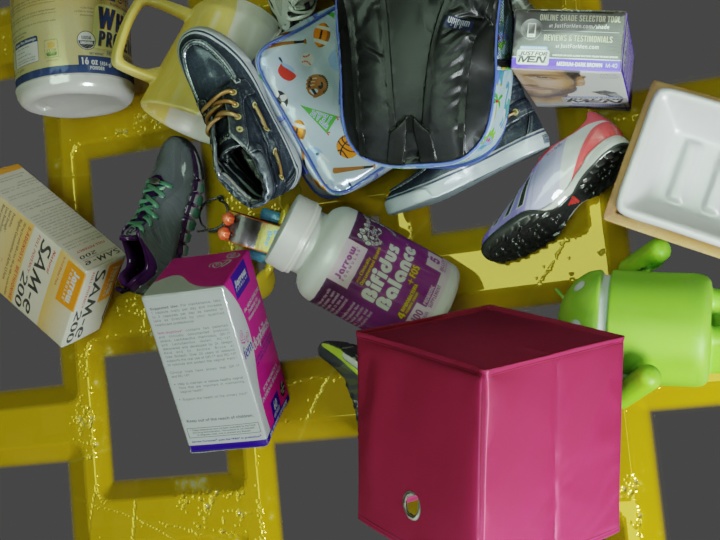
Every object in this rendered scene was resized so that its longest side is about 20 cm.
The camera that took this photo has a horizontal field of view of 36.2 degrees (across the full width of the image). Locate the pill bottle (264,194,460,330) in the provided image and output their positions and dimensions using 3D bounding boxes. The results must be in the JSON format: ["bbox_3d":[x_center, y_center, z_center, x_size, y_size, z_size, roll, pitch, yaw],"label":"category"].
[{"bbox_3d":[0.000,0.000,1.207,0.198,0.112,0.113,28,95,-8],"label":"pill bottle"}]

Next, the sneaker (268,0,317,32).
[{"bbox_3d":[-0.055,-0.325,1.267,0.075,0.116,0.200,-28,37,-18],"label":"sneaker"}]

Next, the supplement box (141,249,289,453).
[{"bbox_3d":[-0.160,0.091,1.248,0.102,0.101,0.202,-8,114,16],"label":"supplement box"}]

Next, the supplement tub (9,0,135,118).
[{"bbox_3d":[-0.354,-0.300,1.352,0.143,0.144,0.203,-7,85,17],"label":"supplement tub"}]

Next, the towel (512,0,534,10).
[{"bbox_3d":[0.088,-0.309,1.246,0.165,0.085,0.201,-35,77,11],"label":"towel"}]

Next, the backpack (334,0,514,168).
[{"bbox_3d":[0.072,-0.205,1.130,0.181,0.147,0.203,2,94,18],"label":"backpack"}]

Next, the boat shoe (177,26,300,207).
[{"bbox_3d":[-0.137,-0.163,1.159,0.070,0.091,0.201,-31,97,25],"label":"boat shoe"}]

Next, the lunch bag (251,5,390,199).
[{"bbox_3d":[-0.031,-0.190,1.239,0.159,0.076,0.201,-31,96,-9],"label":"lunch bag"}]

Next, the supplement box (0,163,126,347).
[{"bbox_3d":[-0.397,-0.020,1.363,0.199,0.073,0.127,37,123,16],"label":"supplement box"}]

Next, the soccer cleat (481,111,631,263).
[{"bbox_3d":[0.207,-0.089,1.215,0.200,0.068,0.074,-42,50,17],"label":"soccer cleat"}]

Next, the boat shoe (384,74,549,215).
[{"bbox_3d":[0.106,-0.138,1.233,0.198,0.071,0.092,-25,86,14],"label":"boat shoe"}]

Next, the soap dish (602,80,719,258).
[{"bbox_3d":[0.372,-0.092,1.141,0.198,0.081,0.159,20,87,18],"label":"soap dish"}]

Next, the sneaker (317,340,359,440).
[{"bbox_3d":[0.016,0.159,1.249,0.200,0.074,0.081,46,103,16],"label":"sneaker"}]

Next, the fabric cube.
[{"bbox_3d":[0.125,0.159,1.092,0.195,0.198,0.202,14,108,52],"label":"fabric cube"}]

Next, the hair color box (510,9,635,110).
[{"bbox_3d":[0.223,-0.213,1.137,0.108,0.200,0.066,5,88,17],"label":"hair color box"}]

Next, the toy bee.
[{"bbox_3d":[-0.118,-0.034,1.282,0.197,0.109,0.133,-4,87,17],"label":"toy bee"}]

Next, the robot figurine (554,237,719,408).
[{"bbox_3d":[0.295,0.059,1.142,0.197,0.116,0.177,3,60,18],"label":"robot figurine"}]

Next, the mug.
[{"bbox_3d":[-0.172,-0.241,1.281,0.148,0.186,0.155,16,83,36],"label":"mug"}]

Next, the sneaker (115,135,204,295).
[{"bbox_3d":[-0.244,-0.066,1.326,0.074,0.087,0.203,5,88,34],"label":"sneaker"}]
